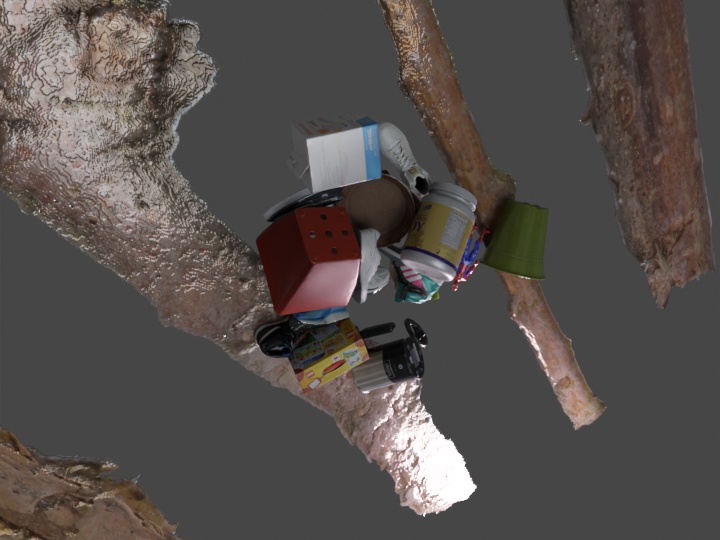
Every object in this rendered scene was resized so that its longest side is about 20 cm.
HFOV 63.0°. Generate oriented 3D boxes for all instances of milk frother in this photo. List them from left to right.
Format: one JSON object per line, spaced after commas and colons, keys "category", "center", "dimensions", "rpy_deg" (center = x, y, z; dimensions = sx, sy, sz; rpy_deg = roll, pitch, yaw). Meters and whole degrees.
{"category": "milk frother", "center": [0.091, 0.243, 1.713], "dimensions": [0.184, 0.186, 0.198], "rpy_deg": [-19, 166, 27]}

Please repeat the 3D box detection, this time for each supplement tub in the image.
{"category": "supplement tub", "center": [0.191, -0.094, 1.415], "dimensions": [0.144, 0.144, 0.205], "rpy_deg": [28, 79, -35]}

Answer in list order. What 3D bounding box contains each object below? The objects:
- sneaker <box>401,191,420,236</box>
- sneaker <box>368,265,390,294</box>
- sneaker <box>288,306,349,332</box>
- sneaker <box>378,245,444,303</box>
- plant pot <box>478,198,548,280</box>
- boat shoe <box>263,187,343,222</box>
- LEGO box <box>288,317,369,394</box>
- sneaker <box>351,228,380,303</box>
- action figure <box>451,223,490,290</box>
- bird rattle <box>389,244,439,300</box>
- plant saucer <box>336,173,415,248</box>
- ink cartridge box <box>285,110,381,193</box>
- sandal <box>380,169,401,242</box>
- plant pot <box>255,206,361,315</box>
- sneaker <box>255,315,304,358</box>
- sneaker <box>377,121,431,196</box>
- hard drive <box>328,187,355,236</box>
{"category": "sneaker", "center": [0.142, -0.101, 1.526], "dimensions": [0.066, 0.090, 0.204], "rpy_deg": [-30, 95, -19]}
{"category": "sneaker", "center": [0.000, 0.000, 1.535], "dimensions": [0.195, 0.077, 0.117], "rpy_deg": [-9, 141, -24]}
{"category": "sneaker", "center": [-0.116, 0.103, 1.527], "dimensions": [0.077, 0.092, 0.198], "rpy_deg": [-23, 171, 37]}
{"category": "sneaker", "center": [0.111, 0.020, 1.564], "dimensions": [0.197, 0.084, 0.122], "rpy_deg": [33, 99, 0]}
{"category": "plant pot", "center": [0.455, -0.095, 1.675], "dimensions": [0.195, 0.199, 0.196], "rpy_deg": [7, 103, -28]}
{"category": "boat shoe", "center": [-0.133, -0.150, 1.392], "dimensions": [0.196, 0.072, 0.069], "rpy_deg": [-26, 91, -6]}
{"category": "LEGO box", "center": [-0.097, 0.216, 1.586], "dimensions": [0.196, 0.149, 0.078], "rpy_deg": [-28, 127, -9]}
{"category": "sneaker", "center": [0.014, -0.010, 1.462], "dimensions": [0.085, 0.074, 0.205], "rpy_deg": [-16, 125, -34]}
{"category": "action figure", "center": [0.308, -0.034, 1.702], "dimensions": [0.064, 0.052, 0.204], "rpy_deg": [17, 112, -10]}
{"category": "bird rattle", "center": [0.158, -0.016, 1.616], "dimensions": [0.158, 0.114, 0.205], "rpy_deg": [-9, 119, -1]}
{"category": "plant saucer", "center": [0.037, -0.152, 1.448], "dimensions": [0.194, 0.037, 0.205], "rpy_deg": [1, 123, 2]}
{"category": "ink cartridge box", "center": [-0.067, -0.270, 1.337], "dimensions": [0.195, 0.129, 0.128], "rpy_deg": [-15, 121, -18]}
{"category": "sandal", "center": [0.069, -0.164, 1.510], "dimensions": [0.056, 0.081, 0.205], "rpy_deg": [-13, 123, 12]}
{"category": "plant pot", "center": [-0.104, -0.040, 1.346], "dimensions": [0.195, 0.204, 0.177], "rpy_deg": [-6, 154, -32]}
{"category": "sneaker", "center": [-0.172, 0.171, 1.546], "dimensions": [0.196, 0.112, 0.075], "rpy_deg": [-23, 127, -12]}
{"category": "sneaker", "center": [0.113, -0.269, 1.437], "dimensions": [0.073, 0.116, 0.201], "rpy_deg": [-39, 126, 3]}
{"category": "hard drive", "center": [-0.027, -0.132, 1.500], "dimensions": [0.129, 0.027, 0.204], "rpy_deg": [-21, 124, -14]}
